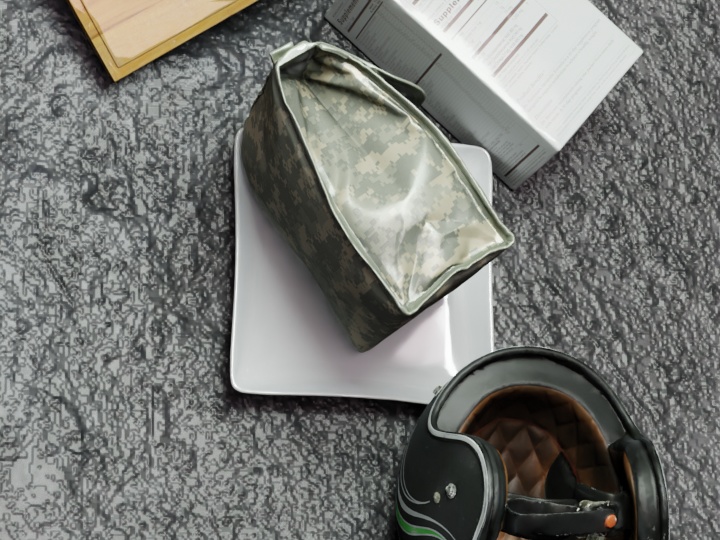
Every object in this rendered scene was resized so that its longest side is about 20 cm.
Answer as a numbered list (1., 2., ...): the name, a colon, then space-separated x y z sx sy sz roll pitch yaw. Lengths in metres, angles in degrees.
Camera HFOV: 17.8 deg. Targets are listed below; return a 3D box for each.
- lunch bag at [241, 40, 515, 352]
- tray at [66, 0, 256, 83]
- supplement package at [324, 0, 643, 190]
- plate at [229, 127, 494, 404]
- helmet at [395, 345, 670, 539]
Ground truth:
1. lunch bag: -0.001 -0.062 1.597 0.117 0.164 0.201 -34 87 -16
2. tray: -0.118 -0.229 1.675 0.199 0.037 0.099 -31 97 -7
3. supplement package: 0.090 -0.178 1.714 0.200 0.114 0.110 42 70 -2
4. plate: 0.000 0.000 1.685 0.198 0.032 0.202 4 75 -14
5. helmet: 0.114 0.161 1.591 0.198 0.191 0.202 -5 112 -13
